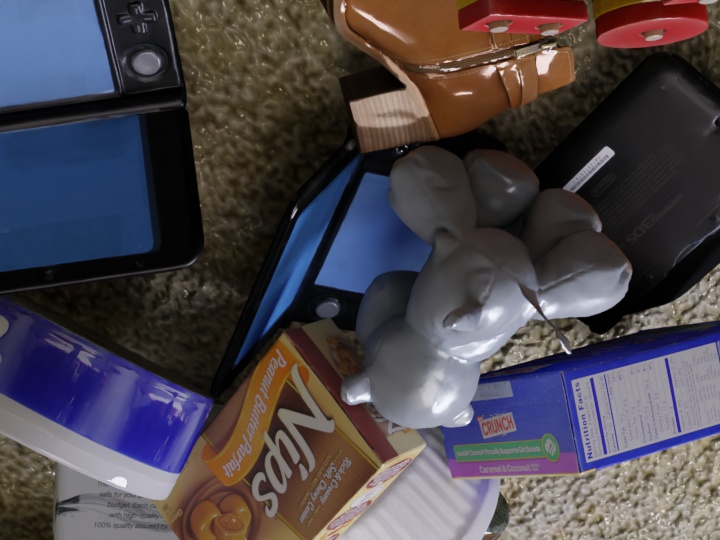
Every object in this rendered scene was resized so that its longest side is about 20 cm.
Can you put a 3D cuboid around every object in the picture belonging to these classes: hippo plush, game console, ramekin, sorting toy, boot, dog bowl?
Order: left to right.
[{"bbox_3d":[-0.210,-0.090,1.085,0.199,0.117,0.176,-8,135,-2],"label":"game console"},{"bbox_3d":[-0.205,0.079,1.201,0.200,0.200,0.079,30,86,-32],"label":"dog bowl"},{"bbox_3d":[0.000,0.000,1.216,0.175,0.117,0.200,11,132,-18],"label":"game console"},{"bbox_3d":[0.001,0.169,1.334,0.202,0.203,0.094,-29,118,19],"label":"ramekin"},{"bbox_3d":[0.054,-0.172,1.090,0.155,0.077,0.201,-17,122,-3],"label":"boot"},{"bbox_3d":[0.078,0.034,1.140,0.159,0.200,0.161,11,128,-21],"label":"hippo plush"},{"bbox_3d":[0.161,-0.181,0.995,0.198,0.070,0.200,-2,172,-29],"label":"sorting toy"},{"bbox_3d":[0.217,-0.059,1.229,0.176,0.117,0.200,37,125,-9],"label":"game console"}]

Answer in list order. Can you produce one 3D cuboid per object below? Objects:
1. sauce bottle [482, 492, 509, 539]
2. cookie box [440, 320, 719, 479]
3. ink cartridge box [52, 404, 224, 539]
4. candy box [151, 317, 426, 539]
[{"bbox_3d":[0.058,0.262,1.517,0.064,0.065,0.200,14,129,-22],"label":"sauce bottle"},{"bbox_3d":[0.181,0.091,1.245,0.199,0.076,0.171,-12,179,-28],"label":"cookie box"},{"bbox_3d":[-0.163,0.207,1.328,0.146,0.201,0.083,4,159,-12],"label":"ink cartridge box"},{"bbox_3d":[-0.055,0.142,1.219,0.055,0.116,0.200,-17,153,-52],"label":"candy box"}]
